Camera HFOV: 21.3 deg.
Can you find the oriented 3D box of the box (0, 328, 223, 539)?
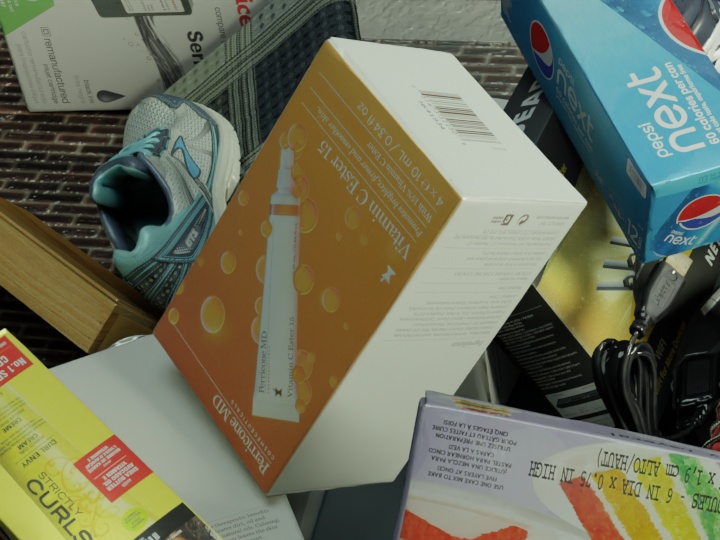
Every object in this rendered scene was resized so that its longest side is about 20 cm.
[{"bbox_3d":[-0.138,0.117,0.934,0.075,0.050,0.200,-37,57,-21],"label":"box"}]

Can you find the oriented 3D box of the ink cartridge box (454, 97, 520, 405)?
[{"bbox_3d":[0.044,-0.016,1.151,0.146,0.083,0.200,10,47,22],"label":"ink cartridge box"}]

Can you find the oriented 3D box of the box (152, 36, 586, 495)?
[{"bbox_3d":[0.000,0.000,0.979,0.097,0.200,0.124,0,41,-46],"label":"box"}]

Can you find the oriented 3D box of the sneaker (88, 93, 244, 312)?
[{"bbox_3d":[-0.119,-0.053,1.142,0.078,0.086,0.200,-43,37,18],"label":"sneaker"}]

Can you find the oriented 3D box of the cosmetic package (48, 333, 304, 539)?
[{"bbox_3d":[-0.095,0.128,1.021,0.107,0.085,0.200,-17,43,-7],"label":"cosmetic package"}]

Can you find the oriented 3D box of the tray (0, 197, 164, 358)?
[{"bbox_3d":[-0.186,0.003,1.161,0.200,0.099,0.037,34,92,37],"label":"tray"}]

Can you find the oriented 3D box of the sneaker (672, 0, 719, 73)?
[{"bbox_3d":[0.221,-0.120,1.159,0.108,0.200,0.070,35,84,29],"label":"sneaker"}]

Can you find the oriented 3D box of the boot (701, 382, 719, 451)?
[{"bbox_3d":[0.189,0.072,0.943,0.144,0.072,0.201,2,71,-34],"label":"boot"}]

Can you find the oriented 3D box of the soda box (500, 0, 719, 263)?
[{"bbox_3d":[0.141,-0.103,1.019,0.068,0.064,0.200,-16,53,-10],"label":"soda box"}]

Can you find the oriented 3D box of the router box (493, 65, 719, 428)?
[{"bbox_3d":[0.134,-0.024,1.090,0.052,0.157,0.200,-20,30,43],"label":"router box"}]

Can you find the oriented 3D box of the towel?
[{"bbox_3d":[-0.071,-0.088,1.223,0.200,0.035,0.193,-36,38,26],"label":"towel"}]

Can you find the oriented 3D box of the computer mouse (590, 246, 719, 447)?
[{"bbox_3d":[0.183,0.034,1.037,0.046,0.141,0.200,12,45,41],"label":"computer mouse"}]

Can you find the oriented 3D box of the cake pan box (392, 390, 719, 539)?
[{"bbox_3d":[0.106,0.164,0.861,0.199,0.185,0.052,12,3,1],"label":"cake pan box"}]

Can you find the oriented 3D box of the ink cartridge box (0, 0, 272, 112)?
[{"bbox_3d":[-0.146,-0.192,1.329,0.199,0.146,0.084,0,43,11],"label":"ink cartridge box"}]
